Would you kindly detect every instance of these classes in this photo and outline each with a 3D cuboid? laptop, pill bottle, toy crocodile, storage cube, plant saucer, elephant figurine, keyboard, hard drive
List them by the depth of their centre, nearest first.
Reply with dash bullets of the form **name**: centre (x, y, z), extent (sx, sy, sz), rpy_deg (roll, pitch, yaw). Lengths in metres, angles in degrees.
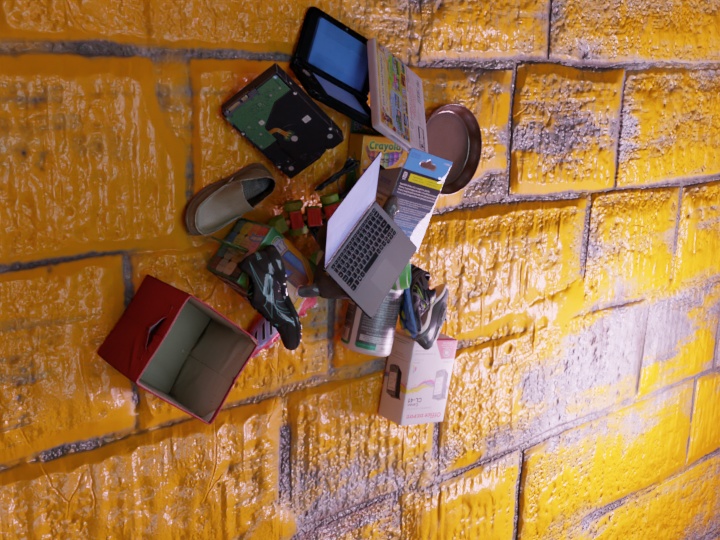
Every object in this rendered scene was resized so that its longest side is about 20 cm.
- **laptop**: centre (0.025, -0.060, 1.501), extent (0.200, 0.115, 0.188), rpy_deg (46, 56, -15)
- **storage cube**: centre (-0.322, 0.134, 1.504), extent (0.200, 0.179, 0.172), rpy_deg (39, 76, -38)
- **hard drive**: centre (-0.143, -0.274, 1.590), extent (0.139, 0.038, 0.200), rpy_deg (-33, 132, 21)
- **elephant figurine**: centre (-0.018, -0.047, 1.608), extent (0.155, 0.139, 0.204), rpy_deg (4, 89, -64)
- **toy crocodile**: centre (-0.087, -0.108, 1.685), extent (0.197, 0.062, 0.069), rpy_deg (-12, 105, -10)
- **keyboard**: centre (-0.029, -0.146, 1.731), extent (0.199, 0.021, 0.128), rpy_deg (-37, 107, -4)
- **pill bottle**: centre (0.030, 0.072, 1.822), extent (0.112, 0.112, 0.203), rpy_deg (8, 97, -40)
- **plant saucer**: centre (0.194, -0.273, 1.922), extent (0.198, 0.034, 0.204), rpy_deg (-11, 107, -37)

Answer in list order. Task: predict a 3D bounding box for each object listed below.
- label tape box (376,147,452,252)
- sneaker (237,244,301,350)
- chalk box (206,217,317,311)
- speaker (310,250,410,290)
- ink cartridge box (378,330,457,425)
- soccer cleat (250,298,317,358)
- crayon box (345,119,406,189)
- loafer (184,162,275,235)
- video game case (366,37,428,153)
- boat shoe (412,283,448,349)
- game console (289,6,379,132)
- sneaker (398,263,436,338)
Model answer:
- **label tape box**: centre (0.088, -0.147, 1.722), extent (0.143, 0.063, 0.203), rpy_deg (9, 106, -49)
- **sneaker**: centre (-0.162, 0.055, 1.538), extent (0.078, 0.075, 0.203), rpy_deg (-21, 109, -18)
- **chalk box**: centre (-0.194, -0.014, 1.608), extent (0.200, 0.124, 0.125), rpy_deg (44, 74, -39)
- **speaker**: centre (0.000, 0.000, 1.725), extent (0.088, 0.196, 0.090), rpy_deg (-1, 90, -80)
- **ink cartridge box**: centre (0.133, 0.244, 1.971), extent (0.146, 0.085, 0.203), rpy_deg (3, 98, -40)
- **soccer cleat**: centre (-0.173, 0.097, 1.704), extent (0.199, 0.067, 0.077), rpy_deg (-41, 93, -18)
- **crayon box**: centre (0.033, -0.214, 1.792), extent (0.124, 0.051, 0.204), rpy_deg (-4, 103, -38)
- **loafer**: centre (-0.237, -0.133, 1.578), extent (0.200, 0.067, 0.077), rpy_deg (-42, 124, -24)
- **video game case**: centre (0.076, -0.342, 1.735), extent (0.181, 0.023, 0.203), rpy_deg (26, 54, -49)
- **boat shoe**: centre (0.161, 0.102, 1.927), extent (0.062, 0.072, 0.201), rpy_deg (55, 34, -17)
- **game console**: centre (-0.027, -0.387, 1.661), extent (0.198, 0.177, 0.117), rpy_deg (20, 118, -40)
- **sneaker**: centre (0.126, 0.062, 1.858), extent (0.081, 0.201, 0.071), rpy_deg (13, 131, -6)
